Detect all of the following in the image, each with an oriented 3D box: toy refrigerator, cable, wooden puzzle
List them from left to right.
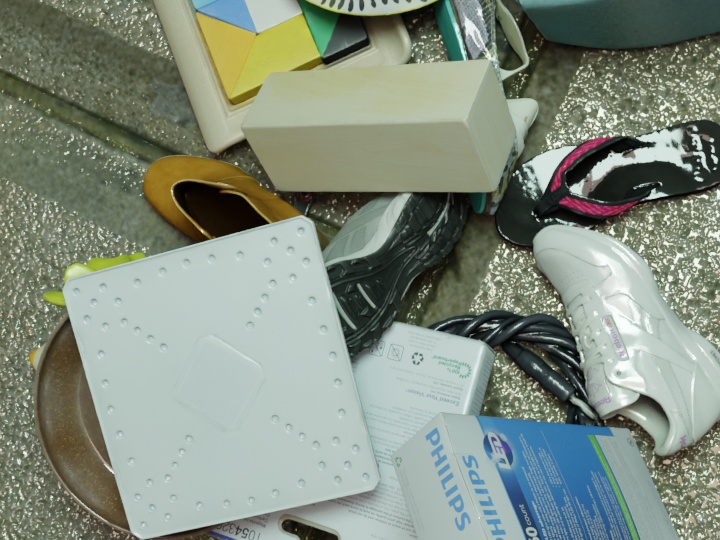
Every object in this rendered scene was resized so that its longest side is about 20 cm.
[{"bbox_3d":[-0.075,-0.222,0.992,0.197,0.037,0.188,-25,75,8],"label":"wooden puzzle"},{"bbox_3d":[0.014,-0.111,0.899,0.197,0.076,0.071,3,52,31],"label":"toy refrigerator"},{"bbox_3d":[0.095,0.114,0.920,0.196,0.051,0.166,1,84,12],"label":"cable"}]

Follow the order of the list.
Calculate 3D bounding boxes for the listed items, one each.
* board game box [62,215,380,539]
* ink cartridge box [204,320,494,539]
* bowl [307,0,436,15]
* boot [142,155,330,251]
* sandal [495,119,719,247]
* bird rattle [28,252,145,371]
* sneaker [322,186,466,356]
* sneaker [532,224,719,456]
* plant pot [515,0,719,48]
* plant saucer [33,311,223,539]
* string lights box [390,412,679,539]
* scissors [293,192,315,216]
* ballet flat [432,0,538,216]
[{"bbox_3d":[-0.101,0.080,0.850,0.197,0.026,0.203,-14,96,12],"label":"board game box"},{"bbox_3d":[-0.011,0.135,0.909,0.194,0.043,0.203,12,78,26],"label":"ink cartridge box"},{"bbox_3d":[0.011,-0.313,0.927,0.197,0.095,0.204,-3,61,5],"label":"bowl"},{"bbox_3d":[-0.122,-0.057,0.930,0.199,0.144,0.072,25,91,20],"label":"boot"},{"bbox_3d":[0.199,-0.075,0.922,0.197,0.045,0.076,-18,81,9],"label":"sandal"},{"bbox_3d":[-0.193,0.086,0.978,0.162,0.113,0.201,-34,91,17],"label":"bird rattle"},{"bbox_3d":[0.000,0.000,0.914,0.200,0.079,0.075,-43,115,-25],"label":"sneaker"},{"bbox_3d":[0.195,0.050,0.881,0.099,0.075,0.200,-36,76,-24],"label":"sneaker"},{"bbox_3d":[0.205,-0.273,0.877,0.197,0.196,0.199,-20,80,18],"label":"plant pot"},{"bbox_3d":[-0.154,0.105,0.894,0.197,0.037,0.204,2,98,11],"label":"plant saucer"},{"bbox_3d":[0.123,0.159,0.780,0.059,0.198,0.104,-44,51,35],"label":"string lights box"},{"bbox_3d":[-0.047,-0.079,0.991,0.073,0.014,0.202,33,92,12],"label":"scissors"},{"bbox_3d":[0.109,-0.148,0.941,0.071,0.072,0.204,-11,83,10],"label":"ballet flat"}]
